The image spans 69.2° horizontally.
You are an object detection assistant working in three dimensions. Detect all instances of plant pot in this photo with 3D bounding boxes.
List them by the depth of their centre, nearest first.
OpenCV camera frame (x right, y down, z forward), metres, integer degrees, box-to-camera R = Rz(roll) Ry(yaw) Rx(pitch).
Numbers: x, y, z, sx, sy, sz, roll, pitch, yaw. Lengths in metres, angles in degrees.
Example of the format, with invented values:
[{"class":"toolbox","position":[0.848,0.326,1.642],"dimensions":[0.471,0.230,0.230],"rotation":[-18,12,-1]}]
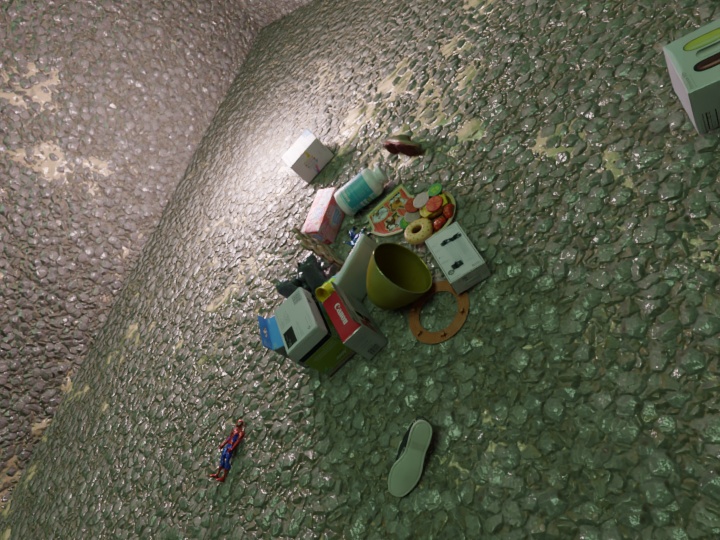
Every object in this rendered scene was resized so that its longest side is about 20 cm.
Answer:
[{"class":"plant pot","position":[0.095,0.037,1.566],"dimensions":[0.142,0.199,0.201],"rotation":[-57,32,36]}]

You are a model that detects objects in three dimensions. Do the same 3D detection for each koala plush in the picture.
[{"class":"koala plush","position":[-0.178,0.029,1.862],"dimensions":[0.177,0.184,0.200],"rotation":[-39,20,16]}]

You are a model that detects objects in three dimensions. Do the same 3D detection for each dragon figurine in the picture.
[{"class":"dragon figurine","position":[-0.016,-0.102,1.853],"dimensions":[0.199,0.059,0.100],"rotation":[16,73,47]}]

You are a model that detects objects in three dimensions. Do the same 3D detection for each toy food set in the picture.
[{"class":"toy food set","position":[0.216,-0.183,1.693],"dimensions":[0.199,0.049,0.199],"rotation":[-34,44,19]}]

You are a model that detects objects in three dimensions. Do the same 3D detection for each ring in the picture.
[{"class":"ring","position":[0.220,0.115,1.497],"dimensions":[0.199,0.019,0.202],"rotation":[-24,47,29]}]

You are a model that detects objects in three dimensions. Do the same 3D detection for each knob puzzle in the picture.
[{"class":"knob puzzle","position":[0.110,-0.199,1.826],"dimensions":[0.219,0.030,0.221],"rotation":[-24,47,29]}]

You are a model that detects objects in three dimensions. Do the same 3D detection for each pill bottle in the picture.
[{"class":"pill bottle","position":[0.008,-0.301,1.936],"dimensions":[0.199,0.111,0.111],"rotation":[-36,42,19]}]

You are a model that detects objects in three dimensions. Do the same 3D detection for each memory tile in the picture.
[{"class":"memory tile","position":[-0.154,-0.084,1.863],"dimensions":[0.017,0.199,0.153],"rotation":[-52,38,13]}]

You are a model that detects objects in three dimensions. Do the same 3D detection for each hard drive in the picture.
[{"class":"hard drive","position":[0.000,0.000,1.704],"dimensions":[0.027,0.132,0.201],"rotation":[19,75,49]}]

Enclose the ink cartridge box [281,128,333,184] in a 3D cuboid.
[{"class":"ink cartridge box","position":[-0.242,-0.495,2.309],"dimensions":[0.200,0.125,0.129],"rotation":[-46,40,8]}]

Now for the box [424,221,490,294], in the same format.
[{"class":"box","position":[0.278,-0.039,1.508],"dimensions":[0.116,0.060,0.201],"rotation":[-32,43,8]}]

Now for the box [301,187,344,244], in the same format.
[{"class":"box","position":[-0.133,-0.210,2.017],"dimensions":[0.102,0.095,0.201],"rotation":[-2,61,43]}]

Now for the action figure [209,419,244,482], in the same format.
[{"class":"action figure","position":[-0.443,0.601,1.755],"dimensions":[0.065,0.052,0.201],"rotation":[-1,59,48]}]

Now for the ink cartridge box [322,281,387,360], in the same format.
[{"class":"ink cartridge box","position":[-0.033,0.150,1.592],"dimensions":[0.084,0.175,0.200],"rotation":[-44,40,8]}]

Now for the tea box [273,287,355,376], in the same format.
[{"class":"tea box","position":[-0.144,0.194,1.649],"dimensions":[0.134,0.196,0.200],"rotation":[-43,41,11]}]

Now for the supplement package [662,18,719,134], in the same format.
[{"class":"supplement package","position":[0.854,-0.470,1.218],"dimensions":[0.199,0.147,0.192],"rotation":[-23,48,29]}]

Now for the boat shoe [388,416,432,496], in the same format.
[{"class":"boat shoe","position":[0.122,0.461,1.302],"dimensions":[0.060,0.073,0.202],"rotation":[-41,-31,-89]}]

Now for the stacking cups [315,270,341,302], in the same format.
[{"class":"stacking cups","position":[-0.074,0.032,1.739],"dimensions":[0.060,0.061,0.200],"rotation":[-13,22,37]}]

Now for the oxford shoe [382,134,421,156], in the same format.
[{"class":"oxford shoe","position":[0.165,-0.480,1.952],"dimensions":[0.199,0.070,0.075],"rotation":[25,75,49]}]

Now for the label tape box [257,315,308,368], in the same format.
[{"class":"label tape box","position":[-0.238,0.218,1.719],"dimensions":[0.063,0.200,0.145],"rotation":[-40,41,15]}]
